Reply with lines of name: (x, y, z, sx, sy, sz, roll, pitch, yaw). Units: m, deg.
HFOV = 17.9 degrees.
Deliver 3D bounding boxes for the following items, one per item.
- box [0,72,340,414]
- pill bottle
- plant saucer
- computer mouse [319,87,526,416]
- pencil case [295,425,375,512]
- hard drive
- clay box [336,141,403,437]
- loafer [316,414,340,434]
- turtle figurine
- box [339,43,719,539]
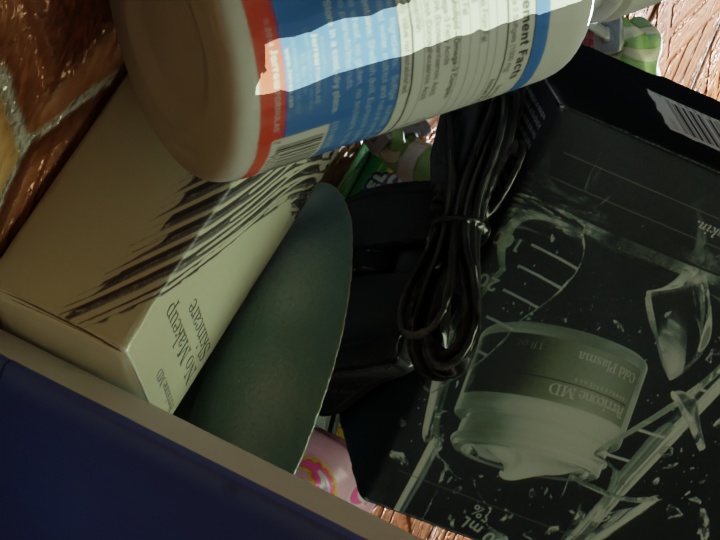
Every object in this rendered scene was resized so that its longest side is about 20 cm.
box: (-0.063, -0.042, 0.911, 0.201, 0.068, 0.082, -60, 161, -21)
pill bottle: (0.016, -0.112, 0.843, 0.199, 0.112, 0.113, -20, 141, -24)
plant saucer: (-0.066, 0.050, 0.975, 0.201, 0.039, 0.202, -53, -155, 37)
computer mouse: (0.000, 0.000, 0.987, 0.200, 0.052, 0.139, 141, -36, -60)
pencil case: (-0.065, 0.160, 1.038, 0.201, 0.087, 0.087, -64, 163, -13)
hard drive: (-0.072, 0.118, 0.874, 0.025, 0.199, 0.133, -42, 151, -52)
clay box: (0.007, 0.017, 1.241, 0.115, 0.047, 0.200, -62, 164, -19)
loafer: (-0.038, 0.108, 1.171, 0.070, 0.068, 0.201, -12, 135, -19)
turtle figurine: (0.076, -0.097, 1.136, 0.144, 0.199, 0.194, -51, -161, 27)
box: (0.120, 0.026, 1.020, 0.124, 0.199, 0.197, -104, -143, -64)
